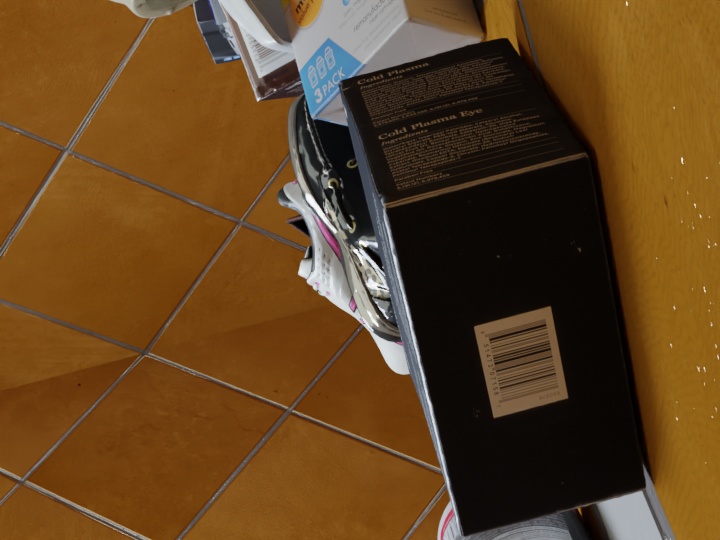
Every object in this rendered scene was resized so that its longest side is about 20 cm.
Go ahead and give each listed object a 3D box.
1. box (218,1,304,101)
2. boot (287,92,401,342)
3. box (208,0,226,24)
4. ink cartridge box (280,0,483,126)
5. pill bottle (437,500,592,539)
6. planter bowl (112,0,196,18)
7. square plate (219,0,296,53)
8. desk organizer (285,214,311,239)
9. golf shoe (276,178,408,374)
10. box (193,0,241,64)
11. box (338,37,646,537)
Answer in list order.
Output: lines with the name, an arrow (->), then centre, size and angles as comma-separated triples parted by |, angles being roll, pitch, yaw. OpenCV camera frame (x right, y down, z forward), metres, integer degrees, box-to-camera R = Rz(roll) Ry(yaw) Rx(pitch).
box -> -0.028, -0.209, 1.385 | 0.200, 0.075, 0.100 | -16, -96, -57
boot -> 0.028, -0.064, 1.143 | 0.151, 0.073, 0.200 | -38, 67, 52
box -> -0.075, -0.355, 1.487 | 0.105, 0.184, 0.200 | 72, -178, -66
ink cartridge box -> 0.001, -0.209, 1.093 | 0.115, 0.068, 0.200 | -42, 52, 40
pill bottle -> 0.120, 0.228, 1.119 | 0.200, 0.111, 0.111 | -106, 1, -70
planter bowl -> -0.174, -0.295, 1.331 | 0.135, 0.200, 0.200 | 55, 175, 11
square plate -> -0.077, -0.225, 1.200 | 0.198, 0.028, 0.200 | 52, -159, 15
desk organizer -> 0.001, -0.036, 1.458 | 0.072, 0.077, 0.200 | 68, 164, -4
golf shoe -> 0.000, 0.000, 1.307 | 0.073, 0.092, 0.200 | -77, -30, -61
box -> -0.059, -0.263, 1.596 | 0.158, 0.200, 0.050 | 86, 173, -83
box -> 0.068, 0.003, 0.870 | 0.182, 0.104, 0.200 | -108, 4, -63
